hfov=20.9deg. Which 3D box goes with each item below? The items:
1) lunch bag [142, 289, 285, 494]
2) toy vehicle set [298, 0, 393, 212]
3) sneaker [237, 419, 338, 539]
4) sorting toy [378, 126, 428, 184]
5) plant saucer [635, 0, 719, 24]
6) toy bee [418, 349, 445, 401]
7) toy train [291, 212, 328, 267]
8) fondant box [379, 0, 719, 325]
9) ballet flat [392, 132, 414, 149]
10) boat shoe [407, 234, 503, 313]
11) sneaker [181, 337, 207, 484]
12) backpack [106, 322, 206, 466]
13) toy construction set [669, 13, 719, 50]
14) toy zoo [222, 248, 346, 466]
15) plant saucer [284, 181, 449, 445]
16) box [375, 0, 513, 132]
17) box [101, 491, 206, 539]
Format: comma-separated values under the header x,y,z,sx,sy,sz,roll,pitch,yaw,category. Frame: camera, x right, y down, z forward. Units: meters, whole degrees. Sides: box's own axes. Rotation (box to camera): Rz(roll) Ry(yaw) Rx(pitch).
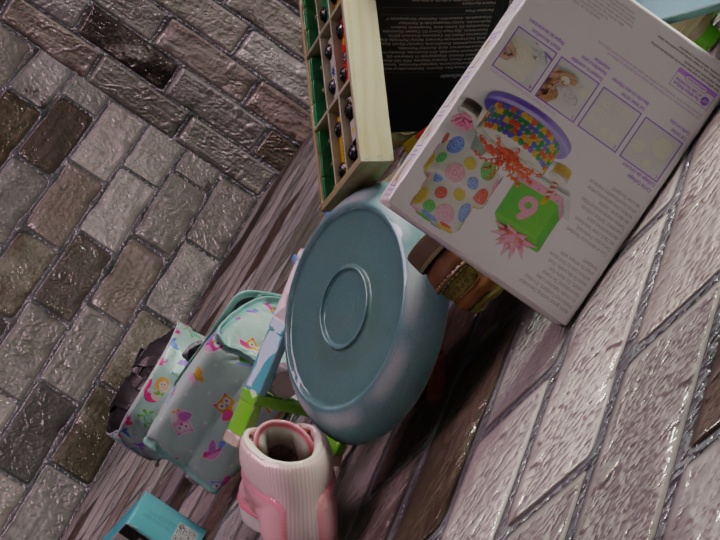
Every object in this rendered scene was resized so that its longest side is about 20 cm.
x,y,z,sx,sy,sz,roll,pitch,yaw,category
-0.129,0.119,2.119,0.170,0.122,0.200,-55,-1,25,lunch bag
-0.014,-0.158,1.521,0.124,0.026,0.200,131,135,-67,toy vehicle set
-0.056,0.155,1.503,0.200,0.075,0.105,-131,33,-77,sneaker
0.108,-0.128,1.514,0.200,0.036,0.185,-34,-1,-44,sorting toy
0.242,-0.199,1.261,0.200,0.019,0.070,-8,59,56,plant saucer
0.003,0.065,1.536,0.200,0.109,0.131,126,139,-82,toy bee
0.000,0.000,1.823,0.087,0.114,0.200,-58,7,8,toy train
0.127,-0.086,1.274,0.200,0.144,0.058,-56,8,-2,fondant box
0.082,-0.238,2.549,0.200,0.071,0.071,-55,8,8,ballet flat
0.118,-0.030,1.398,0.200,0.068,0.072,-35,-13,-36,boat shoe
-0.173,0.145,2.288,0.200,0.114,0.075,-56,7,-4,sneaker
-0.235,0.160,2.476,0.178,0.151,0.200,-60,1,-13,backpack
0.256,-0.242,1.386,0.131,0.092,0.200,-99,33,-80,toy construction set
-0.027,0.060,1.607,0.020,0.131,0.200,27,96,41,toy zoo
-0.004,0.029,1.455,0.200,0.027,0.200,-24,60,52,plant saucer
0.038,-0.251,1.605,0.197,0.124,0.200,101,159,-46,box
-0.250,0.320,2.143,0.200,0.082,0.049,-47,11,48,box
